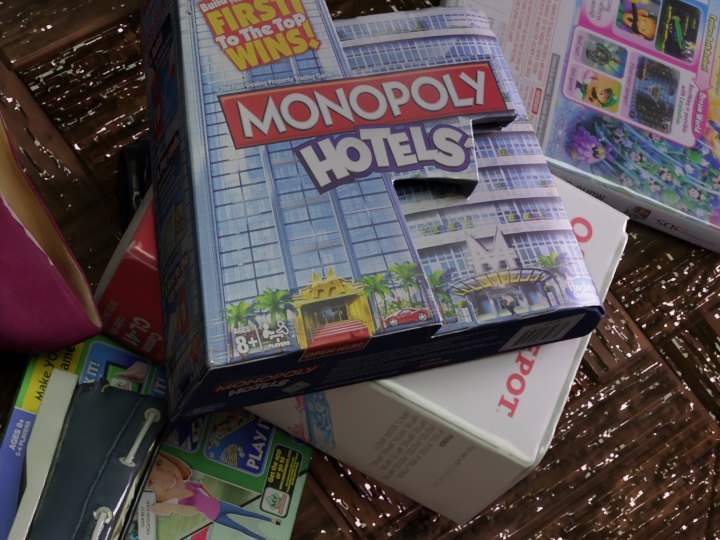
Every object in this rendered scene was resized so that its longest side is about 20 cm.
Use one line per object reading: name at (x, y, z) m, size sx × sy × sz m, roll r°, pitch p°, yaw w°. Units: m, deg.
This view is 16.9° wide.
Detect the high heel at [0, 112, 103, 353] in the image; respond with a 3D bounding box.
high heel at (-0.155, -0.065, 1.047) m, size 0.096 × 0.200 × 0.067 m, roll 2°, pitch 11°, yaw 20°

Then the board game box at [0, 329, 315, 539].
board game box at (-0.103, 0.127, 1.043) m, size 0.134 × 0.029 × 0.200 m, roll 21°, pitch 57°, yaw -11°

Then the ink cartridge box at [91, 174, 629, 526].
ink cartridge box at (0.000, 0.000, 1.085) m, size 0.200 × 0.086 × 0.148 m, roll 30°, pitch 57°, yaw -7°

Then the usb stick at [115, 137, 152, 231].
usb stick at (-0.018, -0.036, 1.165) m, size 0.200 × 0.033 × 0.056 m, roll 1°, pitch 69°, yaw -22°

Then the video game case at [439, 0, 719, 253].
video game case at (0.130, -0.122, 1.276) m, size 0.182 × 0.024 × 0.200 m, roll 21°, pitch 56°, yaw -10°

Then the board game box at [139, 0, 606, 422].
board game box at (-0.011, -0.055, 1.023) m, size 0.200 × 0.062 × 0.200 m, roll -11°, pitch 70°, yaw -26°

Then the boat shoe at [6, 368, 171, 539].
boat shoe at (-0.116, 0.131, 0.977) m, size 0.062 × 0.075 × 0.200 m, roll 11°, pitch 49°, yaw -3°
